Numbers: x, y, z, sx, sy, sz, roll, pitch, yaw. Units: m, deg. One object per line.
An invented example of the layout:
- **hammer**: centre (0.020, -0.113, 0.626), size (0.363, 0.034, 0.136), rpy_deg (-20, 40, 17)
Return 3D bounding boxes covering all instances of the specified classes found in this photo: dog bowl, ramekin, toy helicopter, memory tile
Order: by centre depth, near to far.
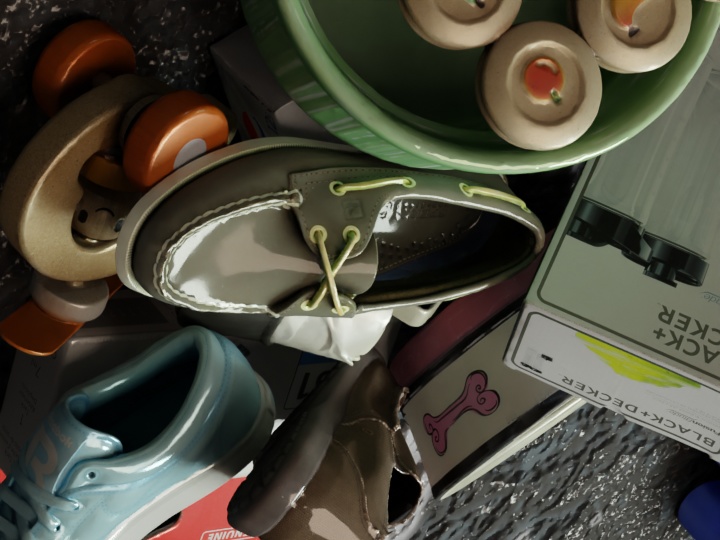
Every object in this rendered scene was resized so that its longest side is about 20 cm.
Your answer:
- **memory tile**: centre (0.093, -0.156, 0.826), size (0.200, 0.017, 0.154), rpy_deg (-40, 99, -15)
- **ramekin**: centre (0.043, -0.135, 0.871), size (0.198, 0.098, 0.202), rpy_deg (1, 87, -17)
- **toy helicopter**: centre (-0.093, -0.016, 0.948), size (0.133, 0.079, 0.200), rpy_deg (-55, 152, 4)
- **dog bowl**: centre (0.100, 0.031, 1.091), size (0.199, 0.074, 0.200), rpy_deg (-35, 173, -5)

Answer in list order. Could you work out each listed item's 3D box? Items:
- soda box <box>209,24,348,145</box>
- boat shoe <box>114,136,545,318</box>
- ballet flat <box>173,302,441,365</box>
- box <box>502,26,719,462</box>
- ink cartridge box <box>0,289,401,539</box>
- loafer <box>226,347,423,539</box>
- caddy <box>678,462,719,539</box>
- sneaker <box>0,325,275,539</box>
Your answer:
- **soda box**: centre (0.034, -0.113, 0.975), size (0.199, 0.063, 0.069), rpy_deg (-33, 137, -13)
- **boat shoe**: centre (-0.008, -0.015, 0.903), size (0.201, 0.060, 0.073), rpy_deg (-9, 124, -37)
- **ballet flat**: centre (0.000, 0.000, 0.997), size (0.199, 0.068, 0.068), rpy_deg (-25, 156, -46)
- **box**: centre (0.157, -0.025, 0.990), size (0.060, 0.116, 0.201), rpy_deg (104, 13, -60)
- **ink cartridge box**: centre (-0.090, 0.090, 1.061), size (0.199, 0.045, 0.177), rpy_deg (-3, 124, -38)
- **loafer**: centre (-0.009, 0.095, 0.979), size (0.073, 0.071, 0.200), rpy_deg (-47, -178, 18)
- **caddy**: centre (0.307, 0.145, 1.392), size (0.199, 0.105, 0.142), rpy_deg (-13, 132, -32)
- **sneaker**: centre (-0.133, 0.092, 0.937), size (0.200, 0.074, 0.082), rpy_deg (-40, 142, -11)
